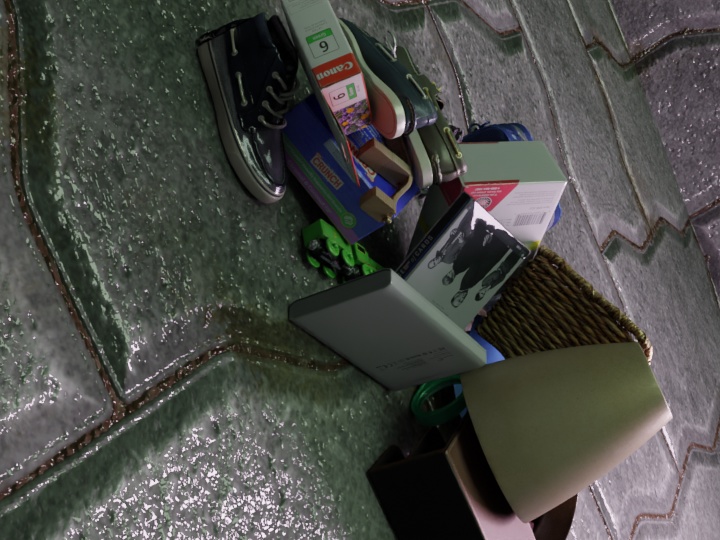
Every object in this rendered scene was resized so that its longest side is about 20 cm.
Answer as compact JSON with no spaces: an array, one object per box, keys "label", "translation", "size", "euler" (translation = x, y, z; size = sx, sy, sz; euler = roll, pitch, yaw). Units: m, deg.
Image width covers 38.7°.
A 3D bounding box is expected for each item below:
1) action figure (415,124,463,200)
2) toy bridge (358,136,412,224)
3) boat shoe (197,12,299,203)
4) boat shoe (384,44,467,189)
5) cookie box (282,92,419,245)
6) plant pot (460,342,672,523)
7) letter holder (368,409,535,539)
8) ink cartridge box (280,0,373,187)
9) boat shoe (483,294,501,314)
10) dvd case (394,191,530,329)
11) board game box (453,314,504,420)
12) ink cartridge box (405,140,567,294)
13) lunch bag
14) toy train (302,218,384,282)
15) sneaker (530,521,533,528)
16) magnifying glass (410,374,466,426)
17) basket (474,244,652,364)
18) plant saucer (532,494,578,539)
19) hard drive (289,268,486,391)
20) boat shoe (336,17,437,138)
[{"label":"action figure","translation":[0.091,-0.168,1.448],"size":[0.200,0.069,0.130],"euler":[44,50,-29]},{"label":"toy bridge","translation":[0.029,-0.121,1.162],"size":[0.067,0.027,0.200],"euler":[36,35,-31]},{"label":"boat shoe","translation":[-0.102,-0.179,1.102],"size":[0.075,0.093,0.201],"euler":[-20,89,-61]},{"label":"boat shoe","translation":[0.073,-0.189,1.227],"size":[0.072,0.060,0.202],"euler":[89,-13,-62]},{"label":"cookie box","translation":[-0.005,-0.147,1.239],"size":[0.171,0.075,0.200],"euler":[52,30,-6]},{"label":"plant pot","translation":[0.243,0.164,1.172],"size":[0.188,0.200,0.187],"euler":[62,12,-22]},{"label":"letter holder","translation":[0.114,0.277,1.177],"size":[0.200,0.100,0.142],"euler":[66,27,-7]},{"label":"ink cartridge box","translation":[-0.025,-0.201,1.095],"size":[0.109,0.050,0.200],"euler":[72,-5,-68]},{"label":"boat shoe","translation":[0.210,0.037,1.515],"size":[0.067,0.073,0.200],"euler":[67,21,-15]},{"label":"dvd case","translation":[0.103,0.018,1.249],"size":[0.150,0.200,0.025],"euler":[36,7,-46]},{"label":"board game box","translation":[0.159,0.164,1.392],"size":[0.158,0.039,0.200],"euler":[58,36,-28]},{"label":"ink cartridge box","translation":[0.155,-0.063,1.312],"size":[0.145,0.200,0.084],"euler":[-5,47,-21]},{"label":"lunch bag","translation":[0.208,-0.133,1.565],"size":[0.132,0.136,0.201],"euler":[-15,84,-62]},{"label":"toy train","translation":[0.000,0.000,1.222],"size":[0.200,0.042,0.057],"euler":[35,33,-46]},{"label":"sneaker","translation":[0.176,0.250,1.297],"size":[0.095,0.079,0.201],"euler":[10,82,-40]},{"label":"magnifying glass","translation":[0.107,0.131,1.297],"size":[0.022,0.079,0.200],"euler":[59,20,-21]},{"label":"basket","translation":[0.280,0.089,1.334],"size":[0.200,0.149,0.143],"euler":[44,14,30]},{"label":"plant saucer","translation":[0.239,0.273,1.355],"size":[0.034,0.200,0.201],"euler":[9,53,-8]},{"label":"hard drive","translation":[0.034,0.071,1.134],"size":[0.200,0.132,0.026],"euler":[40,41,-42]},{"label":"boat shoe","translation":[0.019,-0.226,1.166],"size":[0.062,0.075,0.200],"euler":[-15,46,-23]}]
